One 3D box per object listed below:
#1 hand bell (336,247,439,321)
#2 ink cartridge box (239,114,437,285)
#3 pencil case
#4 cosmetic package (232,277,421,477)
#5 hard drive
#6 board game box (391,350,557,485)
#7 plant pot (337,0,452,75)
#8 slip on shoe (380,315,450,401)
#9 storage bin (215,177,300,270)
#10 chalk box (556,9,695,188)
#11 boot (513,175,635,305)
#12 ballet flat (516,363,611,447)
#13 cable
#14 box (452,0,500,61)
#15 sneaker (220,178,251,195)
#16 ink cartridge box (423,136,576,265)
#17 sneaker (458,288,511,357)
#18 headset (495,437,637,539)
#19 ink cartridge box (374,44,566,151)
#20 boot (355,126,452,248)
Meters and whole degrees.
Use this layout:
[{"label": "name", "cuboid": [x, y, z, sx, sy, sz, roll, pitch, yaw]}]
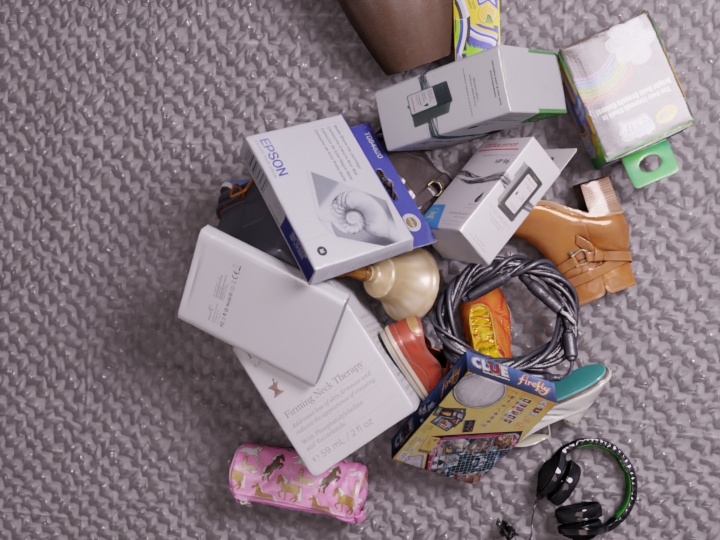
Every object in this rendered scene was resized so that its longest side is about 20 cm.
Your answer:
[{"label": "hand bell", "cuboid": [0.000, 0.000, 1.180, 0.103, 0.199, 0.106, -13, 70, 41]}, {"label": "ink cartridge box", "cuboid": [-0.020, -0.099, 1.147, 0.198, 0.041, 0.201, -19, 68, -31]}, {"label": "pencil case", "cuboid": [-0.084, 0.300, 1.310, 0.197, 0.083, 0.088, 8, 92, 7]}, {"label": "cosmetic package", "cuboid": [-0.037, 0.136, 1.256, 0.166, 0.166, 0.201, -35, 86, 8]}, {"label": "hard drive", "cuboid": [-0.123, 0.044, 1.149, 0.198, 0.026, 0.133, 25, 118, 8]}, {"label": "board game box", "cuboid": [0.144, 0.197, 1.207, 0.134, 0.035, 0.201, 21, 130, -18]}, {"label": "plant pot", "cuboid": [0.049, -0.372, 1.235, 0.184, 0.187, 0.203, -17, 103, 8]}, {"label": "slip on shoe", "cuboid": [0.098, 0.138, 1.246, 0.061, 0.074, 0.201, -32, 121, 6]}, {"label": "storage bin", "cuboid": [-0.120, -0.040, 1.220, 0.198, 0.136, 0.146, -17, 131, 38]}, {"label": "chalk box", "cuboid": [0.347, -0.210, 1.211, 0.123, 0.124, 0.202, -22, 89, 7]}, {"label": "boot", "cuboid": [0.267, -0.027, 1.260, 0.197, 0.077, 0.158, -16, 93, 1]}, {"label": "ballet flat", "cuboid": [0.258, 0.193, 1.271, 0.198, 0.069, 0.070, -27, 88, 12]}, {"label": "cable", "cuboid": [0.188, 0.058, 1.205, 0.197, 0.051, 0.166, 7, 81, 0]}, {"label": "box", "cuboid": [0.156, -0.367, 1.259, 0.063, 0.070, 0.203, -1, 91, 7]}, {"label": "sneaker", "cuboid": [-0.100, -0.113, 1.313, 0.197, 0.076, 0.078, 4, 72, 7]}, {"label": "ink cartridge box", "cuboid": [0.176, -0.107, 1.208, 0.068, 0.116, 0.201, 45, 75, -22]}, {"label": "sneaker", "cuboid": [0.175, 0.091, 1.263, 0.072, 0.077, 0.203, -14, 76, 9]}, {"label": "headset", "cuboid": [0.280, 0.313, 1.274, 0.198, 0.094, 0.125, -29, 83, -7]}, {"label": "ink cartridge box", "cuboid": [0.139, -0.216, 1.191, 0.198, 0.146, 0.084, -11, 90, 41]}, {"label": "boot", "cuboid": [0.048, -0.105, 1.257, 0.199, 0.069, 0.175, -33, 85, -22]}]
